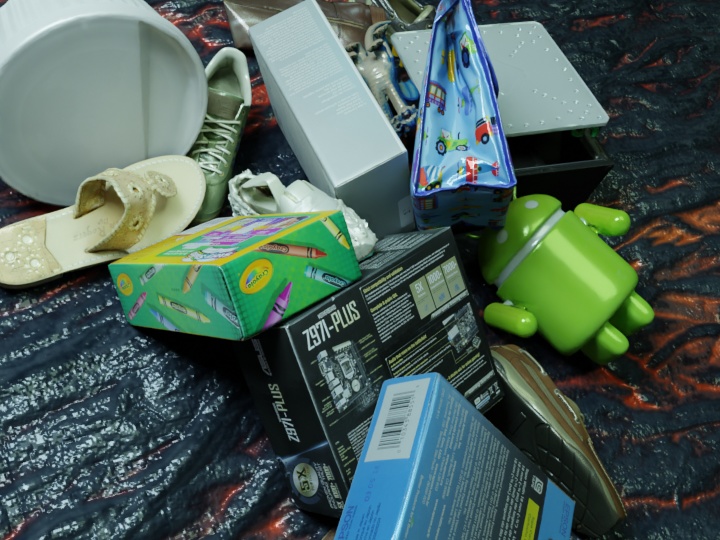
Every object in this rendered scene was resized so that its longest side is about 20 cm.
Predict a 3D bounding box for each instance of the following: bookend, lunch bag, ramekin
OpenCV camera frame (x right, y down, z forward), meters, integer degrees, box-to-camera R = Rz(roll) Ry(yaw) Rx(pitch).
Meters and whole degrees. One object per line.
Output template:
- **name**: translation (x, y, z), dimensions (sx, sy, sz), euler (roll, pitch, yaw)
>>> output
- **bookend**: translation (0.160, -0.161, 1.021), dimensions (0.196, 0.093, 0.202), euler (-9, 59, -30)
- **lunch bag**: translation (0.088, -0.151, 0.818), dimensions (0.092, 0.151, 0.204), euler (-5, 79, 5)
- **ramekin**: translation (-0.242, -0.162, 0.764), dimensions (0.199, 0.204, 0.095), euler (-11, 49, -32)

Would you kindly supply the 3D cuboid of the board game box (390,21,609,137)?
- **board game box**: translation (0.153, -0.213, 0.987), dimensions (0.196, 0.026, 0.202), euler (-8, 49, -15)

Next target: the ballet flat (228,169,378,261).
- **ballet flat**: translation (-0.066, -0.052, 0.779), dimensions (0.071, 0.073, 0.198), euler (-18, 22, -34)

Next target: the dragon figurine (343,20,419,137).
- **dragon figurine**: translation (0.025, -0.202, 0.927), dimensions (0.100, 0.058, 0.201), euler (61, 13, -24)

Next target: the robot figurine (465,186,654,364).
- **robot figurine**: translation (0.206, 0.005, 0.901), dimensions (0.200, 0.116, 0.175), euler (44, 79, 9)

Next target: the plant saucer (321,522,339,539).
- **plant saucer**: translation (0.049, 0.275, 0.678), dimensions (0.197, 0.037, 0.203), euler (14, 51, -17)

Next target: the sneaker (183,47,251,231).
- **sneaker**: translation (-0.149, -0.139, 0.854), dimensions (0.066, 0.090, 0.203), euler (17, 50, -14)

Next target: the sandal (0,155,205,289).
- **sandal**: translation (-0.216, -0.046, 0.737), dimensions (0.209, 0.069, 0.079), euler (-28, 91, -26)

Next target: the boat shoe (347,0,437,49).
- **boat shoe**: translation (0.075, -0.308, 1.107), dimensions (0.198, 0.065, 0.074), euler (30, 46, -4)

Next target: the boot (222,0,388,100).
- **boot**: translation (-0.066, -0.251, 1.004), dimensions (0.196, 0.065, 0.189), euler (7, 56, -16)

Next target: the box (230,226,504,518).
- **box**: translation (0.011, 0.079, 0.724), dimensions (0.199, 0.085, 0.166), euler (-31, 106, -39)

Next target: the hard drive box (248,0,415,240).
- **hard drive box**: translation (-0.027, -0.137, 0.861), dimensions (0.076, 0.156, 0.202), euler (-26, 67, -5)

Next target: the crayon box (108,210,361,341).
- **crayon box**: translation (-0.108, 0.000, 0.702), dimensions (0.118, 0.198, 0.059), euler (-27, 107, -35)

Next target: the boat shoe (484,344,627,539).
- **boat shoe**: translation (0.181, 0.148, 0.812), dimensions (0.073, 0.076, 0.201), euler (-21, 67, -39)

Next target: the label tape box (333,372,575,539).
- **label tape box**: translation (0.078, 0.196, 0.660), dimensions (0.200, 0.063, 0.146), euler (44, 49, -30)
